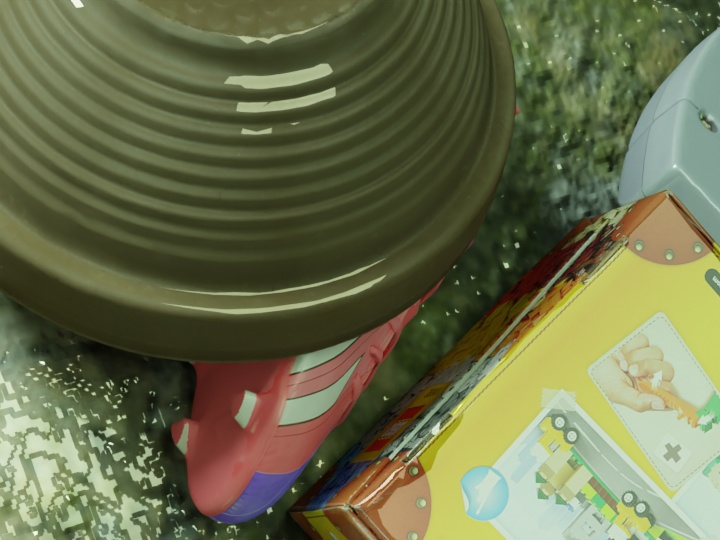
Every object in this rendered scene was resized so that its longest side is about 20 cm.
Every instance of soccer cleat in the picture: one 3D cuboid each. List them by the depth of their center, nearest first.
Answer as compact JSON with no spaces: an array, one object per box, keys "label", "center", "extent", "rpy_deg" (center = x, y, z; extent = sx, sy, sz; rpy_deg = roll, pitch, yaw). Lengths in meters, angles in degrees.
[{"label":"soccer cleat","center":[0.000,0.000,0.870],"extent":[0.076,0.067,0.201],"rpy_deg":[32,56,-23]}]

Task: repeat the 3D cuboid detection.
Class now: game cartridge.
[{"label":"game cartridge","center":[0.164,-0.029,0.952],"extent":[0.134,0.040,0.200],"rpy_deg":[50,33,-1]}]

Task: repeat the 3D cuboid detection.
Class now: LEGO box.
[{"label":"LEGO box","center":[0.101,0.099,0.855],"extent":[0.149,0.077,0.200],"rpy_deg":[-43,95,-15]}]

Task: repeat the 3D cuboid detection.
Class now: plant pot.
[{"label":"plant pot","center":[-0.043,-0.080,0.810],"extent":[0.199,0.093,0.202],"rpy_deg":[6,57,-9]}]
